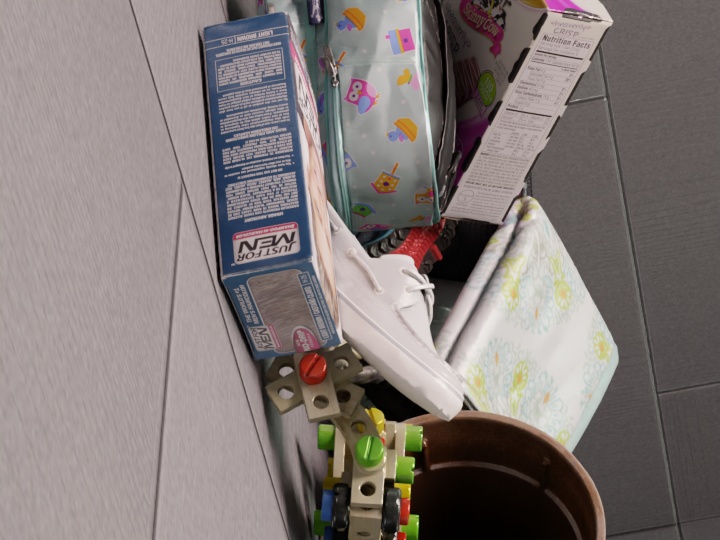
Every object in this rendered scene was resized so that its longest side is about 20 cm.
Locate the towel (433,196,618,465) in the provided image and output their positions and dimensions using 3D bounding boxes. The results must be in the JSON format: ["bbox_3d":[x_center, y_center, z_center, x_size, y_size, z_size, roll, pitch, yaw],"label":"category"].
[{"bbox_3d":[0.127,0.071,1.696,0.200,0.048,0.171,-60,136,-36],"label":"towel"}]

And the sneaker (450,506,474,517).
[{"bbox_3d":[0.058,0.212,1.744,0.200,0.115,0.078,66,24,-55],"label":"sneaker"}]

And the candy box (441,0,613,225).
[{"bbox_3d":[0.102,-0.154,1.668,0.200,0.061,0.136,-63,-146,34],"label":"candy box"}]

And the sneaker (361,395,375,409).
[{"bbox_3d":[0.032,0.132,1.899,0.085,0.073,0.200,75,8,-62],"label":"sneaker"}]

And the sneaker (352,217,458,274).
[{"bbox_3d":[0.000,0.000,1.713,0.200,0.095,0.079,-52,121,-41],"label":"sneaker"}]

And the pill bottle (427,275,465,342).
[{"bbox_3d":[0.037,0.006,1.902,0.120,0.119,0.200,71,6,-58],"label":"pill bottle"}]

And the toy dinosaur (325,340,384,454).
[{"bbox_3d":[-0.002,0.064,1.615,0.200,0.088,0.047,73,-9,-57],"label":"toy dinosaur"}]

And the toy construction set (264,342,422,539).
[{"bbox_3d":[-0.001,0.123,1.460,0.200,0.092,0.131,63,27,-58],"label":"toy construction set"}]

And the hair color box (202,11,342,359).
[{"bbox_3d":[-0.056,-0.055,1.400,0.100,0.060,0.200,71,10,-55],"label":"hair color box"}]

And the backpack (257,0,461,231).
[{"bbox_3d":[-0.001,-0.126,1.618,0.176,0.153,0.200,92,-14,-75],"label":"backpack"}]

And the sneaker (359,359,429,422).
[{"bbox_3d":[0.034,0.090,1.742,0.200,0.071,0.099,44,0,22],"label":"sneaker"}]

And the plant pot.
[{"bbox_3d":[0.075,0.240,1.613,0.198,0.200,0.200,86,-2,-51],"label":"plant pot"}]

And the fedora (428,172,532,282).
[{"bbox_3d":[0.089,-0.061,1.818,0.201,0.091,0.201,180,-90,-89],"label":"fedora"}]

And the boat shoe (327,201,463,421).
[{"bbox_3d":[0.010,0.017,1.435,0.200,0.069,0.072,44,-4,38],"label":"boat shoe"}]
